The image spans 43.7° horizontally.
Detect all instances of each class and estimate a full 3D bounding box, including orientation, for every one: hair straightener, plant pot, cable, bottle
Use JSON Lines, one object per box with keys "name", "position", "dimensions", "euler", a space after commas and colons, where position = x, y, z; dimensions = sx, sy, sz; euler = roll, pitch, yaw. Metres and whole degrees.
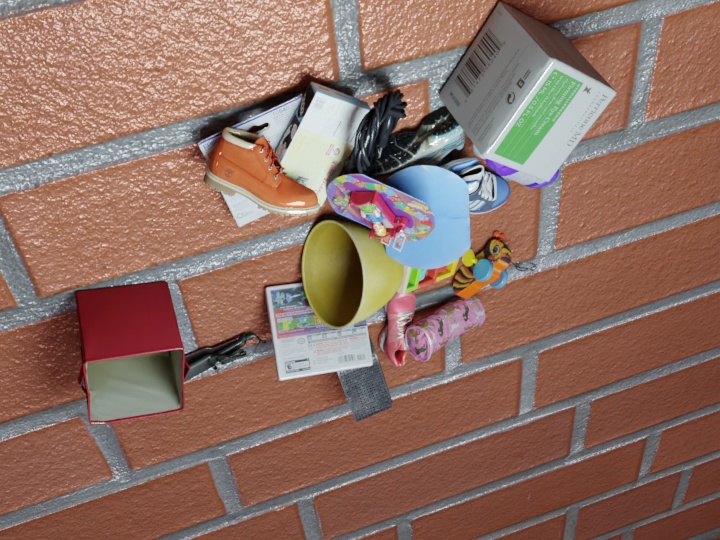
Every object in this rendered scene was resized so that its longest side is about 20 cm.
{"name": "hair straightener", "position": [-0.282, 0.183, 1.819], "dimensions": [0.197, 0.077, 0.041], "euler": [-19, 135, -7]}
{"name": "plant pot", "position": [0.000, 0.000, 1.710], "dimensions": [0.140, 0.201, 0.202], "euler": [-8, 136, -37]}
{"name": "cable", "position": [0.032, -0.228, 1.515], "dimensions": [0.164, 0.050, 0.200], "euler": [-53, 172, -15]}
{"name": "bottle", "position": [0.292, -0.212, 1.698], "dimensions": [0.198, 0.067, 0.083], "euler": [14, 155, -41]}

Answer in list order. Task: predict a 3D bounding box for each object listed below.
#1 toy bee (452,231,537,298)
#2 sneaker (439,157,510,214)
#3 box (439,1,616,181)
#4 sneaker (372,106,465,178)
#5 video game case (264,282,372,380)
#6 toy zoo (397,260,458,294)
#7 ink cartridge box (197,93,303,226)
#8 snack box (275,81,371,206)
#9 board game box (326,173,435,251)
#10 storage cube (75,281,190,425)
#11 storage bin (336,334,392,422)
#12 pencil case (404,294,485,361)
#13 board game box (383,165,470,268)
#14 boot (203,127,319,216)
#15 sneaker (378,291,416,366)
{"name": "toy bee", "position": [0.281, -0.019, 1.886], "dimensions": [0.197, 0.111, 0.131], "euler": [-13, 150, 23]}
{"name": "sneaker", "position": [0.219, -0.160, 1.677], "dimensions": [0.196, 0.082, 0.146], "euler": [0, 171, -20]}
{"name": "box", "position": [0.280, -0.302, 1.531], "dimensions": [0.169, 0.201, 0.200], "euler": [13, 125, -36]}
{"name": "sneaker", "position": [0.107, -0.210, 1.630], "dimensions": [0.197, 0.078, 0.087], "euler": [-27, 140, 1]}
{"name": "video game case", "position": [-0.082, 0.113, 1.790], "dimensions": [0.196, 0.186, 0.023], "euler": [-7, 172, -18]}
{"name": "toy zoo", "position": [0.153, -0.037, 1.794], "dimensions": [0.198, 0.020, 0.133], "euler": [-18, 129, -44]}
{"name": "ink cartridge box", "position": [-0.161, -0.194, 1.547], "dimensions": [0.197, 0.041, 0.202], "euler": [-24, 135, -3]}
{"name": "snack box", "position": [-0.075, -0.209, 1.518], "dimensions": [0.115, 0.037, 0.202], "euler": [13, 122, -33]}
{"name": "board game box", "position": [0.030, -0.091, 1.537], "dimensions": [0.197, 0.039, 0.158], "euler": [23, 155, -6]}
{"name": "storage cube", "position": [-0.422, 0.149, 1.650], "dimensions": [0.196, 0.181, 0.173], "euler": [-7, 134, -19]}
{"name": "storage bin", "position": [-0.006, 0.210, 1.927], "dimensions": [0.092, 0.136, 0.202], "euler": [-22, 136, -3]}
{"name": "pencil case", "position": [0.181, 0.120, 1.918], "dimensions": [0.198, 0.082, 0.088], "euler": [-26, 102, -39]}
{"name": "board game box", "position": [0.120, -0.102, 1.625], "dimensions": [0.155, 0.039, 0.203], "euler": [-2, 118, 8]}
{"name": "boot", "position": [-0.150, -0.160, 1.466], "dimensions": [0.197, 0.075, 0.109], "euler": [21, 113, -6]}
{"name": "sneaker", "position": [0.092, 0.124, 1.927], "dimensions": [0.072, 0.087, 0.202], "euler": [-8, 133, -18]}
